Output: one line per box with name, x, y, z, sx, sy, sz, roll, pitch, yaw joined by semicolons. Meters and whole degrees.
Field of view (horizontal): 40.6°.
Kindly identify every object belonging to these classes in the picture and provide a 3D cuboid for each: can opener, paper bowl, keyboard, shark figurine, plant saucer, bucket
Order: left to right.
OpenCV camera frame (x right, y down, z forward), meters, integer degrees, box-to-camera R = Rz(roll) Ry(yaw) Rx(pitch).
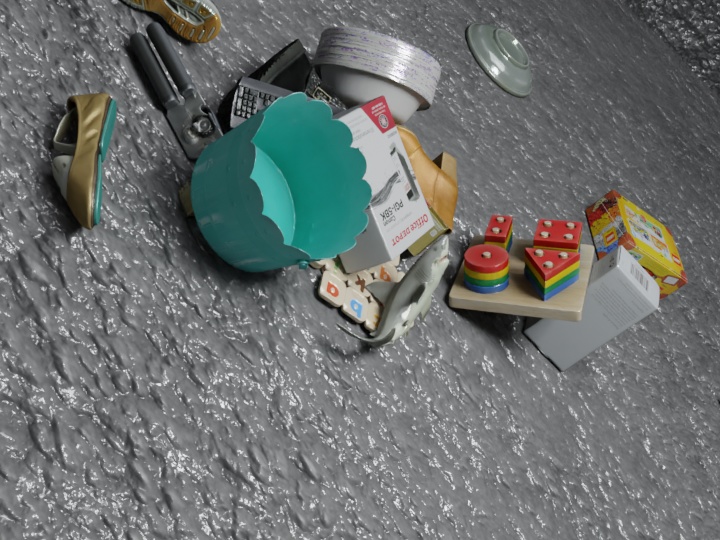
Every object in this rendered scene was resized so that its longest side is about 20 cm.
can opener;-0.237;-0.230;1.285;0.201;0.053;0.067;61;3;15
bucket;-0.097;-0.098;1.188;0.206;0.134;0.210;17;66;-44
keyboard;-0.099;-0.182;1.341;0.199;0.021;0.129;11;91;-39
paper bowl;0.019;-0.297;1.527;0.199;0.200;0.105;18;89;-38
shark figurine;0.037;0.047;1.301;0.089;0.129;0.215;29;50;15
plant saucer;0.318;-0.474;2.135;0.199;0.050;0.201;30;39;-27

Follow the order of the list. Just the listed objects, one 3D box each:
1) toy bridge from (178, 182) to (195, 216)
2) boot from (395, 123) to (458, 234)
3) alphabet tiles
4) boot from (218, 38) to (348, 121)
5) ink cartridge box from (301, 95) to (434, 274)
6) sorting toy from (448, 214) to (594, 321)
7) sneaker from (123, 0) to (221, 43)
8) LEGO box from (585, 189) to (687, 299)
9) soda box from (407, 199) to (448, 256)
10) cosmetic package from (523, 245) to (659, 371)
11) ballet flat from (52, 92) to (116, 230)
toy bridge;-0.153;-0.103;1.267;0.199;0.027;0.068;-4;61;-49
boot;0.066;-0.143;1.526;0.199;0.071;0.145;20;58;-17
alphabet tiles;0.000;0.000;1.359;0.199;0.015;0.197;36;37;-21
boot;-0.097;-0.225;1.401;0.158;0.079;0.211;55;46;-18
ink cartridge box;0.008;-0.118;1.330;0.147;0.082;0.202;-39;110;-53
sorting toy;0.253;-0.014;1.506;0.199;0.198;0.070;-60;151;-54
sneaker;-0.284;-0.399;1.370;0.200;0.076;0.088;39;20;-23
LEGO box;0.568;-0.052;2.003;0.199;0.077;0.150;28;40;-30
soda box;0.044;-0.119;1.455;0.200;0.064;0.068;50;10;4
cosmetic package;0.369;0.063;1.558;0.102;0.200;0.074;45;34;-10
ballet flat;-0.314;-0.123;1.087;0.062;0.069;0.201;5;46;-11
